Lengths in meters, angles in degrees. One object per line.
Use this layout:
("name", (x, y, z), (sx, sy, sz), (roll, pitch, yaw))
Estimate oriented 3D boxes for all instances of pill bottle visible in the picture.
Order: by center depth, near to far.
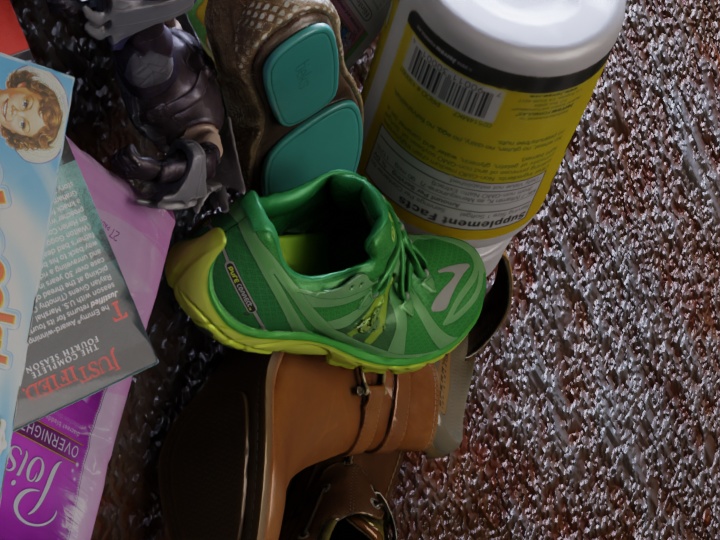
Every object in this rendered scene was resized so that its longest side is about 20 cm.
("pill bottle", (0.056, -0.085, 1.138), (0.115, 0.114, 0.201), (-56, 172, -39))

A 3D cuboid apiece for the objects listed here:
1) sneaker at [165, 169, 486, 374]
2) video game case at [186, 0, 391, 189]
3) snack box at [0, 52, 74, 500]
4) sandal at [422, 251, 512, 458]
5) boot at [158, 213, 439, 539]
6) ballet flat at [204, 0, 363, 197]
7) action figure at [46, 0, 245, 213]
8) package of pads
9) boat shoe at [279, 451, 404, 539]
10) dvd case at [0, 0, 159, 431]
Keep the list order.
("sneaker", (0.000, 0.000, 1.049), (0.199, 0.084, 0.074), (2, 50, -48))
("video game case", (-0.052, -0.167, 1.070), (0.182, 0.022, 0.200), (-51, 135, -12))
("snack box", (-0.180, 0.009, 0.813), (0.115, 0.037, 0.202), (16, 74, -29))
("sandal", (0.059, 0.012, 1.251), (0.080, 0.054, 0.201), (48, 38, -48))
("boot", (-0.025, 0.079, 1.111), (0.155, 0.076, 0.202), (22, 54, -45))
("ballet flat", (-0.038, -0.089, 1.046), (0.070, 0.065, 0.200), (-30, 159, -14))
("action figure", (-0.099, -0.099, 0.946), (0.131, 0.069, 0.200), (58, -6, 25))
("package of pads", (-0.156, 0.038, 0.930), (0.120, 0.075, 0.201), (36, 61, -47))
("boat shoe", (-0.011, 0.141, 1.153), (0.201, 0.068, 0.072), (-60, 135, -38))
("dvd case", (-0.177, -0.028, 0.856), (0.145, 0.022, 0.201), (-25, 94, -32))
